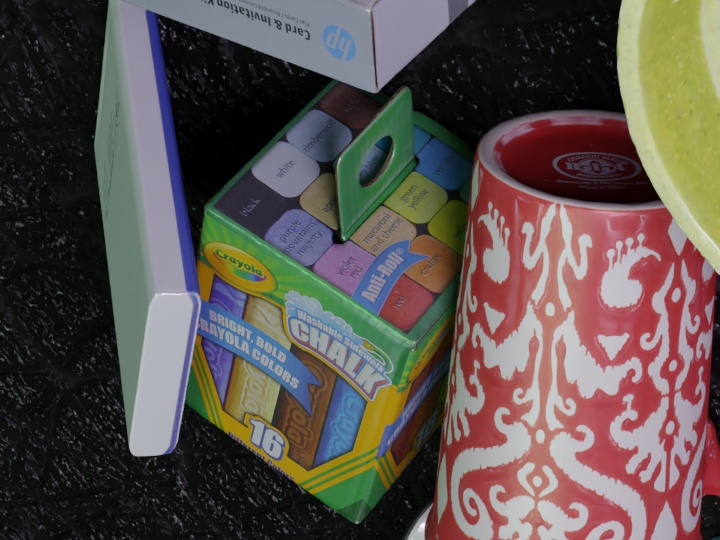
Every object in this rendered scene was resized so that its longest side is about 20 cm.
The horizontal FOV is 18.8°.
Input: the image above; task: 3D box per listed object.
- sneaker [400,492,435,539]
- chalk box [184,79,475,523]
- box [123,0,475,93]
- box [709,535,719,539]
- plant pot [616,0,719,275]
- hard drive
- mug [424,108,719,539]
[{"bbox_3d":[0.077,0.224,1.245,0.115,0.076,0.201,26,137,25],"label":"sneaker"},{"bbox_3d":[0.000,0.000,1.059,0.124,0.125,0.201,34,143,13],"label":"chalk box"},{"bbox_3d":[-0.003,-0.157,0.845,0.155,0.200,0.041,22,138,26],"label":"box"},{"bbox_3d":[0.246,0.154,1.041,0.082,0.049,0.200,50,143,-8],"label":"box"},{"bbox_3d":[0.214,-0.095,0.717,0.199,0.184,0.201,24,140,23],"label":"plant pot"},{"bbox_3d":[-0.111,-0.027,1.106,0.025,0.201,0.132,-2,142,-13],"label":"hard drive"},{"bbox_3d":[0.116,0.034,0.990,0.133,0.177,0.201,34,131,47],"label":"mug"}]
